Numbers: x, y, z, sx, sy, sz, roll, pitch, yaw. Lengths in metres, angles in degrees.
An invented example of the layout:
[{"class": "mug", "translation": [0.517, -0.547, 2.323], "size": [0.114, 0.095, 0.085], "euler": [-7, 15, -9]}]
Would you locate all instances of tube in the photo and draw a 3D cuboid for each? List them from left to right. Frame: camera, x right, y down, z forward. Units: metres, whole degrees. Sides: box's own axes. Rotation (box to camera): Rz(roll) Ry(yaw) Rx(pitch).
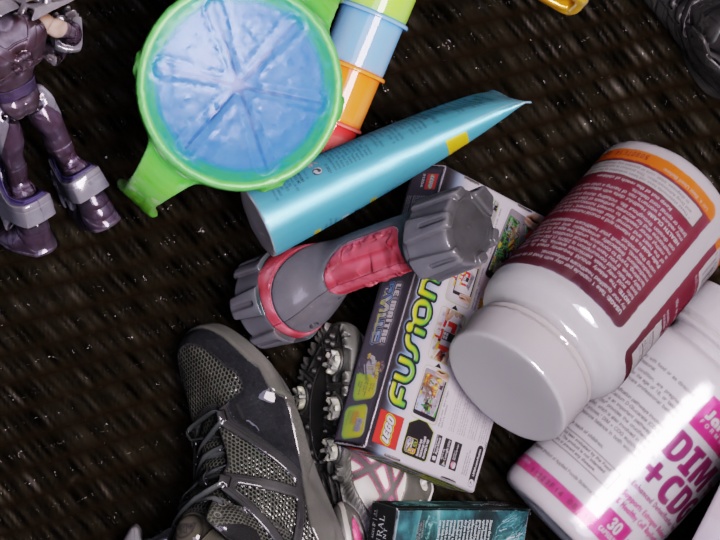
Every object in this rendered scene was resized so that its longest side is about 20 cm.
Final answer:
[{"class": "tube", "translation": [0.016, -0.076, 1.556], "size": [0.199, 0.077, 0.051], "euler": [-27, 112, -11]}]

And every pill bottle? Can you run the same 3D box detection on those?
[{"class": "pill bottle", "translation": [0.155, 0.015, 1.565], "size": [0.114, 0.114, 0.200], "euler": [50, 60, -10]}, {"class": "pill bottle", "translation": [0.207, 0.111, 1.614], "size": [0.113, 0.113, 0.200], "euler": [44, 86, -10]}]

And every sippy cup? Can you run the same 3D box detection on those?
[{"class": "sippy cup", "translation": [-0.086, -0.120, 1.536], "size": [0.176, 0.130, 0.141], "euler": [-13, 93, -8]}]

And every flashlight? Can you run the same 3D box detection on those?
[{"class": "flashlight", "translation": [0.000, 0.000, 1.531], "size": [0.068, 0.199, 0.068], "euler": [-4, 80, -46]}]

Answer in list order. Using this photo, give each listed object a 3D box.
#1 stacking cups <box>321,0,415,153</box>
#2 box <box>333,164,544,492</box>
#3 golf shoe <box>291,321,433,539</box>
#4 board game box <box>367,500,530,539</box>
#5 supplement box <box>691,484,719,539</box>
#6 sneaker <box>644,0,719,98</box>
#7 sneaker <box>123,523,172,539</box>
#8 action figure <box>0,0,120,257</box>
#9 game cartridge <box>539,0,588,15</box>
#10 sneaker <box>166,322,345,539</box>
[{"class": "stacking cups", "translation": [-0.003, -0.161, 1.591], "size": [0.060, 0.061, 0.201], "euler": [24, 93, -11]}, {"class": "box", "translation": [0.058, 0.040, 1.583], "size": [0.110, 0.035, 0.202], "euler": [25, 77, -37]}, {"class": "golf shoe", "translation": [0.002, 0.132, 1.611], "size": [0.087, 0.077, 0.202], "euler": [-6, 100, -27]}, {"class": "board game box", "translation": [0.050, 0.261, 1.608], "size": [0.135, 0.028, 0.202], "euler": [6, 94, -43]}, {"class": "supplement box", "translation": [0.273, 0.178, 1.586], "size": [0.061, 0.200, 0.109], "euler": [26, 89, 16]}, {"class": "sneaker", "translation": [0.243, -0.178, 1.605], "size": [0.060, 0.104, 0.200], "euler": [-37, 99, -5]}, {"class": "sneaker", "translation": [-0.084, 0.235, 1.593], "size": [0.199, 0.075, 0.116], "euler": [25, 87, -10]}, {"class": "action figure", "translation": [-0.226, -0.108, 1.513], "size": [0.130, 0.069, 0.201], "euler": [-27, 124, -22]}, {"class": "game cartridge", "translation": [0.108, -0.299, 1.580], "size": [0.175, 0.032, 0.201], "euler": [28, 66, -11]}, {"class": "sneaker", "translation": [-0.092, 0.133, 1.551], "size": [0.114, 0.076, 0.201], "euler": [-13, 78, -44]}]
